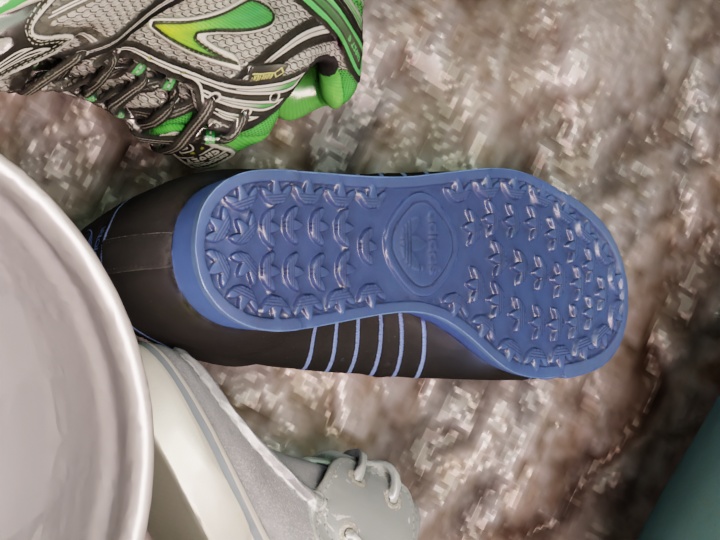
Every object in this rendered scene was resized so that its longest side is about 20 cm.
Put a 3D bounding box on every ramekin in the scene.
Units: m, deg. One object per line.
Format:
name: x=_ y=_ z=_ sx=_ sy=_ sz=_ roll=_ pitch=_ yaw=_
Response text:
ramekin: x=-0.167 y=0.052 z=0.684 sx=0.199 sy=0.105 sz=0.202 roll=1 pitch=87 yaw=-20

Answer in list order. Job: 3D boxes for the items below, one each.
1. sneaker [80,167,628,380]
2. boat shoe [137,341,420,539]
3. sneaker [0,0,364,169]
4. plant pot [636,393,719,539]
sneaker: x=0.000 y=0.000 z=0.777 sx=0.199 sy=0.078 sz=0.071 roll=10 pitch=81 yaw=-42
boat shoe: x=-0.013 y=0.094 z=0.757 sx=0.071 sy=0.070 sz=0.201 roll=-38 pitch=113 yaw=-18
sneaker: x=-0.059 y=-0.071 z=0.717 sx=0.200 sy=0.078 sz=0.086 roll=-16 pitch=97 yaw=-50
plant pot: x=0.164 y=0.139 z=0.765 sx=0.200 sy=0.201 sz=0.161 roll=34 pitch=95 yaw=-16
